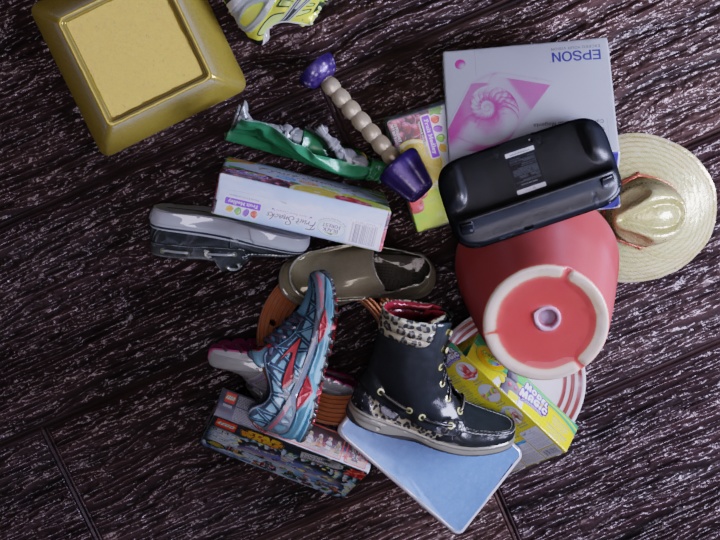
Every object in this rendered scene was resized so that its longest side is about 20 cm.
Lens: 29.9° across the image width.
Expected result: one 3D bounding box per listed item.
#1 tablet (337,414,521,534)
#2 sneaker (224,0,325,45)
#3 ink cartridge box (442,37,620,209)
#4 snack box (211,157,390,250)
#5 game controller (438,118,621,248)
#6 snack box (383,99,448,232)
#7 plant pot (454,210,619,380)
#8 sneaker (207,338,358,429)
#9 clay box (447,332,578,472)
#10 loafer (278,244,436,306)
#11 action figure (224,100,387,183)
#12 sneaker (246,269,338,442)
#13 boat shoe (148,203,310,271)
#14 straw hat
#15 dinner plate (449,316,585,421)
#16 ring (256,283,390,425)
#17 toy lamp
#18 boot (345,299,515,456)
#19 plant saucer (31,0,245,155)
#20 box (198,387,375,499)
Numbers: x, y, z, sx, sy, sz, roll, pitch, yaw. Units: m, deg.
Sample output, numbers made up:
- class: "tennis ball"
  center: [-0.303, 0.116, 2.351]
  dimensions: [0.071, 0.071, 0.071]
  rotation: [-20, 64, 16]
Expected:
- class: "tablet"
  center: [0.084, 0.205, 1.614]
  dimensions: [0.200, 0.014, 0.130]
  rotation: [41, 83, -6]
- class: "sneaker"
  center: [-0.059, -0.334, 1.587]
  dimensions: [0.199, 0.076, 0.077]
  rotation: [-22, 108, 13]
- class: "ink cartridge box"
  center: [0.196, -0.165, 1.557]
  dimensions: [0.195, 0.043, 0.202]
  rotation: [-5, 71, 4]
- class: "snack box"
  center: [-0.069, -0.080, 1.585]
  dimensions: [0.198, 0.142, 0.053]
  rotation: [13, 100, -5]
- class: "game controller"
  center: [0.189, -0.099, 1.515]
  dimensions: [0.199, 0.042, 0.105]
  rotation: [-18, 74, 4]
- class: "snack box"
  center: [0.142, -0.144, 1.634]
  dimensions: [0.198, 0.053, 0.143]
  rotation: [-16, 102, 1]
- class: "plant pot"
  center: [0.209, 0.024, 1.563]
  dimensions: [0.199, 0.178, 0.202]
  rotation: [1, 112, 3]
- class: "sneaker"
  center: [-0.100, 0.148, 1.667]
  dimensions: [0.199, 0.081, 0.089]
  rotation: [22, 98, -5]
- class: "clay box"
  center: [0.154, 0.154, 1.638]
  dimensions: [0.200, 0.115, 0.048]
  rotation: [44, 53, -10]
- class: "loafer"
  center: [0.000, 0.000, 1.631]
  dimensions: [0.198, 0.068, 0.076]
  rotation: [-5, 73, -14]
- class: "action figure"
  center: [-0.057, -0.148, 1.612]
  dimensions: [0.199, 0.118, 0.055]
  rotation: [20, 87, -14]
- class: "sneaker"
  center: [-0.082, 0.092, 1.557]
  dimensions: [0.095, 0.079, 0.202]
  rotation: [13, 83, -5]
- class: "boat shoe"
  center: [-0.160, -0.035, 1.643]
  dimensions: [0.198, 0.072, 0.071]
  rotation: [9, 109, 6]
- class: "straw hat"
  center: [0.347, -0.070, 1.639]
  dimensions: [0.199, 0.085, 0.203]
  rotation: [0, 101, -2]
- class: "dinner plate"
  center: [0.185, 0.141, 1.706]
  dimensions: [0.198, 0.024, 0.202]
  rotation: [0, 101, -1]
- class: "ring"
  center: [-0.033, 0.090, 1.643]
  dimensions: [0.199, 0.019, 0.202]
  rotation: [7, 69, -20]
- class: "toy lamp"
  center: [0.008, -0.164, 1.585]
  dimensions: [0.058, 0.058, 0.200]
  rotation: [-42, 81, 6]
- class: "boot"
  center: [0.096, 0.124, 1.546]
  dimensions: [0.202, 0.074, 0.155]
  rotation: [12, 114, -6]
- class: "plant saucer"
  center: [-0.264, -0.263, 1.599]
  dimensions: [0.199, 0.048, 0.201]
  rotation: [-25, 101, 2]
- class: "box"
  center: [-0.093, 0.215, 1.654]
  dimensions: [0.199, 0.137, 0.040]
  rotation: [21, 63, -5]
